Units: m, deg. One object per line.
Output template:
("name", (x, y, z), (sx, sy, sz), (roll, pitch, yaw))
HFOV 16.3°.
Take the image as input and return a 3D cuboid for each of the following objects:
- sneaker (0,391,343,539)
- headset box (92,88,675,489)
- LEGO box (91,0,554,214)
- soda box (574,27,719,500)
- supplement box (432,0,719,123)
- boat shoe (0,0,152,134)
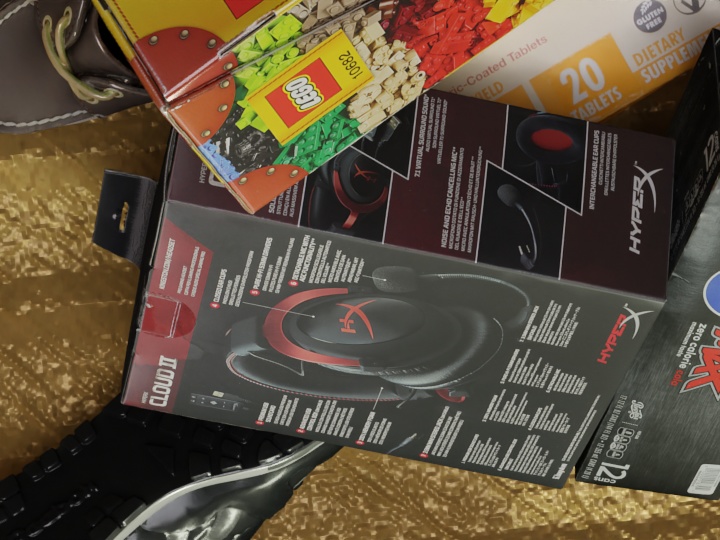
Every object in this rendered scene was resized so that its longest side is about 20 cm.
("sneaker", (-0.074, 0.094, 1.022), (0.200, 0.076, 0.088), (-30, 141, -9))
("headset box", (0.000, 0.000, 0.930), (0.199, 0.075, 0.149), (11, 147, -5))
("LEGO box", (-0.034, -0.145, 0.823), (0.149, 0.200, 0.077), (-35, 149, 3))
("soda box", (0.135, 0.003, 0.954), (0.063, 0.071, 0.200), (9, 140, -8))
("supplement box", (0.041, -0.146, 0.952), (0.126, 0.074, 0.200), (-31, 106, 4))
("boat shoe", (-0.081, -0.095, 0.924), (0.200, 0.060, 0.072), (-20, 108, 30))
